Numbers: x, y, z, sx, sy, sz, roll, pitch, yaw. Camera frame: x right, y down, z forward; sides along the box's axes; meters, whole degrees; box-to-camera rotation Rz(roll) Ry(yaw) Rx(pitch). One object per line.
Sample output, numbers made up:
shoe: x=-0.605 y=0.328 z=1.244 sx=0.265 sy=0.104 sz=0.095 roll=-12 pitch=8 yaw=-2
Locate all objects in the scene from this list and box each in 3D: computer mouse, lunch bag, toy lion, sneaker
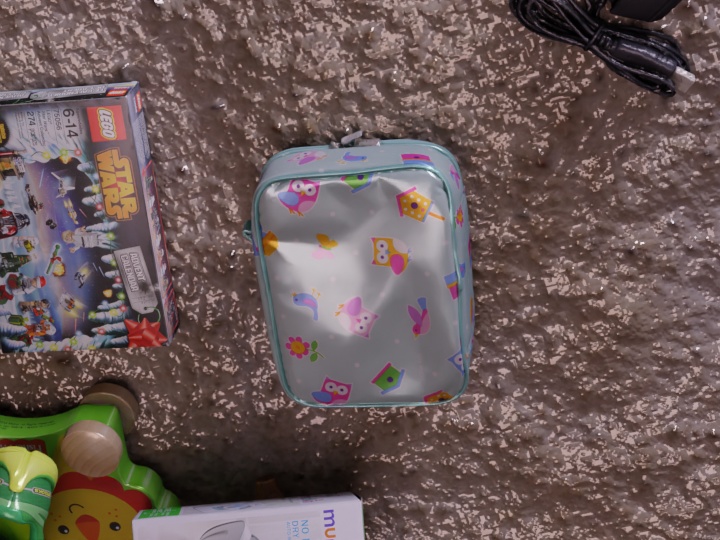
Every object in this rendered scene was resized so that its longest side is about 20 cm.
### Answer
computer mouse: x=0.198 y=-0.217 z=1.021 sx=0.138 sy=0.053 sz=0.201 roll=28 pitch=115 yaw=-4
lunch bag: x=0.000 y=0.000 z=1.134 sx=0.159 sy=0.077 sz=0.201 roll=-3 pitch=114 yaw=10
toy lion: x=-0.246 y=0.187 z=1.266 sx=0.198 sy=0.069 sz=0.193 roll=1 pitch=122 yaw=8
sneaker: x=-0.285 y=0.222 z=1.213 sx=0.074 sy=0.084 sz=0.201 roll=14 pitch=130 yaw=-4

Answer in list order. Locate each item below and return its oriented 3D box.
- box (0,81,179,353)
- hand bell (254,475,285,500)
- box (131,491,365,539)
box: x=-0.219 y=-0.037 z=1.168 sx=0.136 sy=0.040 sz=0.201 roll=-4 pitch=113 yaw=8
hand bell: x=-0.060 y=0.264 z=1.271 sx=0.103 sy=0.104 sz=0.201 roll=-9 pitch=100 yaw=12
box: x=-0.079 y=0.278 z=1.189 sx=0.175 sy=0.097 sz=0.202 roll=-3 pitch=86 yaw=-4
